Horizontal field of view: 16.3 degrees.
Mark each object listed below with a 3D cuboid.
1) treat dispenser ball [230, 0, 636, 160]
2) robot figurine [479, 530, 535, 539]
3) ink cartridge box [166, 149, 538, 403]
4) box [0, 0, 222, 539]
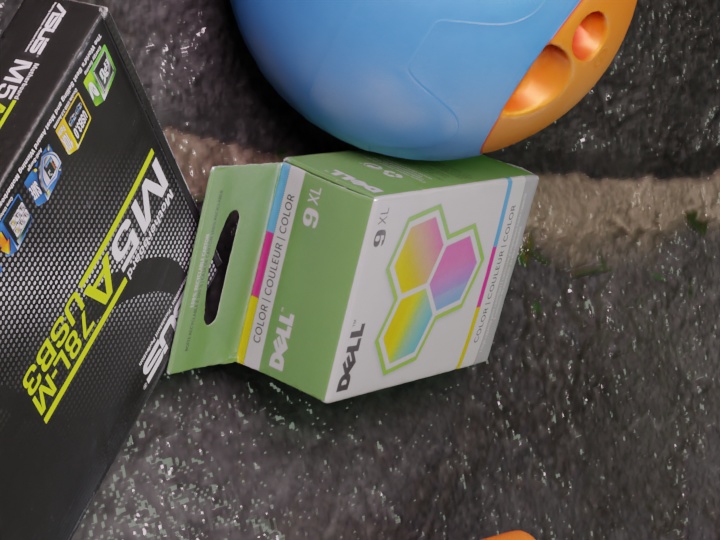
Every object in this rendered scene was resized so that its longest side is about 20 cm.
[{"bbox_3d":[0.035,-0.152,1.198,0.201,0.201,0.202,3,86,-45],"label":"treat dispenser ball"},{"bbox_3d":[0.065,0.212,1.272,0.200,0.117,0.144,-28,152,-42],"label":"robot figurine"},{"bbox_3d":[0.000,0.000,1.209,0.200,0.059,0.104,-9,118,-55],"label":"ink cartridge box"},{"bbox_3d":[-0.140,0.017,1.071,0.200,0.047,0.193,-63,152,-27],"label":"box"}]
